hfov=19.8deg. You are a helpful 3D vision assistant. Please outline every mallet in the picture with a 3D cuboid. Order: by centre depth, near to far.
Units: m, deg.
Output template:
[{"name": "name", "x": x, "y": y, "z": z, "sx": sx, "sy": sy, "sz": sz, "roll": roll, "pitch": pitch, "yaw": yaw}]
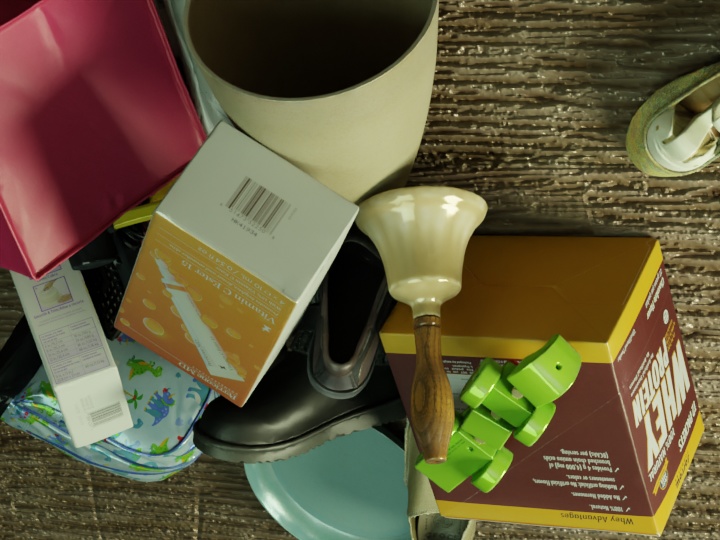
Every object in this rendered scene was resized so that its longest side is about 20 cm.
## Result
[{"name": "mallet", "x": -0.150, "y": -0.042, "z": 1.667, "sx": 0.199, "sy": 0.041, "sz": 0.066, "roll": -7, "pitch": 89, "yaw": 14}]

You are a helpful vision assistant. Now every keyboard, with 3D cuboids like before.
[{"name": "keyboard", "x": -0.231, "y": -0.047, "z": 1.751, "sx": 0.104, "sy": 0.040, "sz": 0.200, "roll": -50, "pitch": 53, "yaw": 36}]

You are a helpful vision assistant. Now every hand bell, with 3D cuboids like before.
[{"name": "hand bell", "x": 0.052, "y": 0.047, "z": 1.558, "sx": 0.104, "sy": 0.201, "sz": 0.104, "roll": -3, "pitch": 160, "yaw": -1}]

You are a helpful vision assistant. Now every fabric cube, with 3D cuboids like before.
[{"name": "fabric cube", "x": -0.272, "y": -0.140, "z": 1.621, "sx": 0.199, "sy": 0.200, "sz": 0.197, "roll": 15, "pitch": 133, "yaw": 45}]

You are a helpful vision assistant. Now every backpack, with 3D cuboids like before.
[{"name": "backpack", "x": -0.223, "y": 0.108, "z": 1.885, "sx": 0.200, "sy": 0.163, "sz": 0.154, "roll": 40, "pitch": 152, "yaw": -15}]

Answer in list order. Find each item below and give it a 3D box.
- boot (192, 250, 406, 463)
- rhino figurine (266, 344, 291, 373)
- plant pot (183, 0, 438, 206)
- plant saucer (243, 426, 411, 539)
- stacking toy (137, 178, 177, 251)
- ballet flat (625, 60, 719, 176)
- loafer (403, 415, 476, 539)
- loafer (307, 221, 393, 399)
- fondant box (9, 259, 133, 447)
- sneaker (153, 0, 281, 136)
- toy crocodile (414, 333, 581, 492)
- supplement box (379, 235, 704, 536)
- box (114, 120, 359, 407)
[{"name": "boot", "x": -0.048, "y": 0.060, "z": 1.703, "sx": 0.079, "sy": 0.211, "sz": 0.158, "roll": 28, "pitch": 127, "yaw": 51}, {"name": "rhino figurine", "x": -0.082, "y": 0.088, "z": 1.808, "sx": 0.200, "sy": 0.087, "sz": 0.060, "roll": 24, "pitch": 97, "yaw": -7}, {"name": "plant pot", "x": -0.023, "y": -0.134, "z": 1.561, "sx": 0.187, "sy": 0.188, "sz": 0.200, "roll": 14, "pitch": 147, "yaw": 19}, {"name": "plant saucer", "x": -0.015, "y": 0.197, "z": 1.936, "sx": 0.200, "sy": 0.027, "sz": 0.200, "roll": 16, "pitch": 133, "yaw": 18}, {"name": "stacking toy", "x": -0.134, "y": -0.050, "z": 1.735, "sx": 0.146, "sy": 0.146, "sz": 0.200, "roll": 10, "pitch": 117, "yaw": 22}, {"name": "ballet flat", "x": 0.255, "y": -0.112, "z": 1.485, "sx": 0.071, "sy": 0.071, "sz": 0.200, "roll": 45, "pitch": 135, "yaw": -12}, {"name": "loafer", "x": 0.076, "y": 0.186, "z": 1.824, "sx": 0.076, "sy": 0.067, "sz": 0.200, "roll": -1, "pitch": 122, "yaw": 7}, {"name": "loafer", "x": 0.000, "y": 0.000, "z": 1.636, "sx": 0.072, "sy": 0.201, "sz": 0.063, "roll": 9, "pitch": 162, "yaw": 0}, {"name": "fondant box", "x": -0.258, "y": 0.033, "z": 1.768, "sx": 0.144, "sy": 0.058, "sz": 0.200, "roll": 91, "pitch": 156, "yaw": -66}, {"name": "sneaker", "x": -0.094, "y": -0.161, "z": 1.633, "sx": 0.082, "sy": 0.075, "sz": 0.200, "roll": -11, "pitch": 120, "yaw": 38}, {"name": "toy crocodile", "x": 0.101, "y": 0.112, "z": 1.588, "sx": 0.067, "sy": 0.062, "sz": 0.200, "roll": 35, "pitch": 140, "yaw": -1}, {"name": "supplement box", "x": 0.151, "y": 0.091, "z": 1.672, "sx": 0.197, "sy": 0.133, "sz": 0.200, "roll": 1, "pitch": 128, "yaw": 28}, {"name": "box", "x": -0.097, "y": -0.001, "z": 1.561, "sx": 0.124, "sy": 0.098, "sz": 0.200, "roll": 32, "pitch": 150, "yaw": 2}]
